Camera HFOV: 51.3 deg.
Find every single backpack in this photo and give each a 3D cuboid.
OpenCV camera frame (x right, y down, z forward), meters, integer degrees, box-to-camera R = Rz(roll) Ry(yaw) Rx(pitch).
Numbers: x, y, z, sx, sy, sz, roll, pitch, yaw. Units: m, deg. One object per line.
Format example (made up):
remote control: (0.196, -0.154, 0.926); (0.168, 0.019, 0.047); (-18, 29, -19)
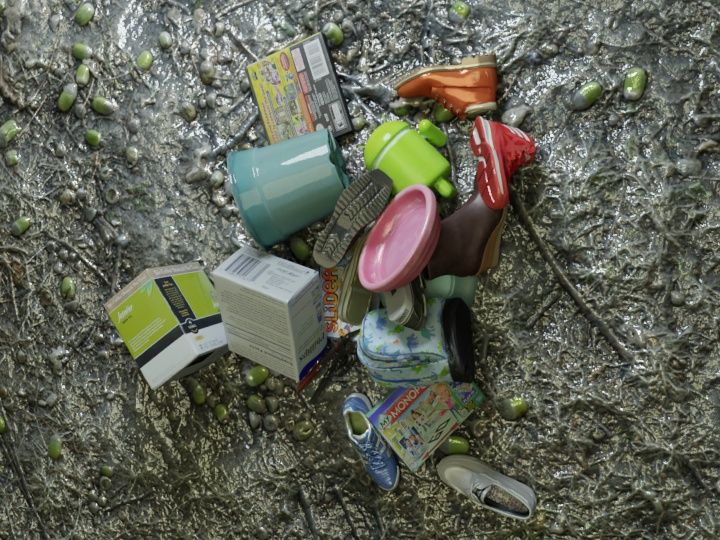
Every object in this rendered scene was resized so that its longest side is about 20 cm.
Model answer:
backpack: (0.092, 0.132, 1.353); (0.197, 0.154, 0.166); (-19, 47, 29)

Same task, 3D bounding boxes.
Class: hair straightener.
hair straightener: (-0.046, 0.194, 1.490); (0.076, 0.041, 0.201); (38, 113, -2)

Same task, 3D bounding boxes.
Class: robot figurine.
robot figurine: (0.088, -0.192, 1.389); (0.200, 0.115, 0.176); (44, 107, 10)

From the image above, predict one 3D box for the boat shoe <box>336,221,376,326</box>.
boat shoe: (0.000, 0.000, 1.414); (0.074, 0.068, 0.204); (25, 84, -29)

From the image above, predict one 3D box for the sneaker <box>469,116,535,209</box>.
sneaker: (0.264, -0.189, 1.311); (0.112, 0.079, 0.204); (3, 56, -11)

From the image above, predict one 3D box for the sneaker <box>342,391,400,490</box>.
sneaker: (0.014, 0.343, 1.478); (0.075, 0.077, 0.203); (-29, 87, 16)

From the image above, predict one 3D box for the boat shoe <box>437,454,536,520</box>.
boat shoe: (0.235, 0.414, 1.417); (0.197, 0.068, 0.073); (27, 102, 14)

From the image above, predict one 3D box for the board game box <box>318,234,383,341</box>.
board game box: (-0.019, 0.035, 1.484); (0.132, 0.034, 0.206); (4, 95, 17)

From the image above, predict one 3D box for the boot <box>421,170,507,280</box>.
boot: (0.181, -0.087, 1.347); (0.072, 0.163, 0.206); (15, 109, 59)

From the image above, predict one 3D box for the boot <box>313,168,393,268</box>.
boot: (-0.015, -0.096, 1.396); (0.077, 0.138, 0.201); (41, 93, 2)

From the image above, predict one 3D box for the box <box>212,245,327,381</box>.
box: (-0.169, 0.081, 1.441); (0.181, 0.105, 0.204); (19, 133, 27)

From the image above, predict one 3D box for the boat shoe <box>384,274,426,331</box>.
boat shoe: (0.080, 0.030, 1.332); (0.063, 0.202, 0.071); (27, 125, -22)

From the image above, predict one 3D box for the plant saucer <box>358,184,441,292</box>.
plant saucer: (0.072, -0.049, 1.290); (0.050, 0.201, 0.202); (30, 106, -23)

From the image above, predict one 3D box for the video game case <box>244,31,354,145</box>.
video game case: (-0.122, -0.341, 1.492); (0.177, 0.025, 0.205); (-18, 90, 18)

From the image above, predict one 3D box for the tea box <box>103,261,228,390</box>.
tea box: (-0.371, 0.104, 1.516); (0.132, 0.199, 0.199); (-34, 83, 17)

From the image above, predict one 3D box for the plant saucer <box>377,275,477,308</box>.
plant saucer: (0.124, 0.018, 1.417); (0.195, 0.039, 0.207); (1, 97, 6)

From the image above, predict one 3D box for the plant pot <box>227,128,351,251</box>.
plant pot: (-0.124, -0.164, 1.429); (0.192, 0.200, 0.205); (-18, 89, 10)

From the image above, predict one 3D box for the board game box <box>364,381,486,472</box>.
board game box: (0.122, 0.254, 1.400); (0.199, 0.029, 0.135); (-42, 95, -13)

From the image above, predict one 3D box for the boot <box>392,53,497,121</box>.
boot: (0.157, -0.326, 1.382); (0.195, 0.075, 0.110); (-6, 98, 17)
